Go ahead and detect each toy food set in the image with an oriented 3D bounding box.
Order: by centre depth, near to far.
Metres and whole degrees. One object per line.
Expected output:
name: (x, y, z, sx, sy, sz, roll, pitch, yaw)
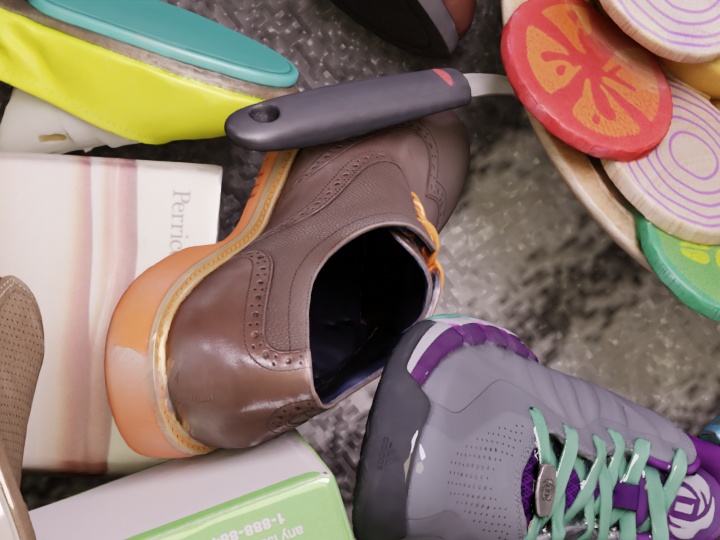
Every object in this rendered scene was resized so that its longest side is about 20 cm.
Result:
toy food set: (0.131, -0.070, 0.956, 0.197, 0.049, 0.201, 13, 64, -21)

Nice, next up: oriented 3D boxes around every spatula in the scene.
spatula: (0.042, -0.055, 0.953, 0.199, 0.057, 0.021, -7, 126, -34)

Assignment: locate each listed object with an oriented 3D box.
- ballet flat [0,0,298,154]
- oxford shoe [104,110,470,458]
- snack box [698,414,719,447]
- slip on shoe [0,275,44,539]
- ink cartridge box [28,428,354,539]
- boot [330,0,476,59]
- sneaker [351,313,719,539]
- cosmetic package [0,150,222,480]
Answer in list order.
ballet flat: (-0.119, -0.075, 0.977, 0.199, 0.067, 0.067, 24, 107, 0)
oxford shoe: (0.000, 0.000, 0.920, 0.073, 0.200, 0.072, -3, 116, 28)
snack box: (0.218, 0.098, 0.996, 0.116, 0.037, 0.200, -38, 90, -6)
slip on shoe: (-0.115, 0.023, 0.835, 0.060, 0.200, 0.076, -8, 127, -22)
ink cartridge box: (-0.051, 0.166, 0.869, 0.145, 0.084, 0.201, -20, 101, -8)
boot: (0.038, -0.194, 0.995, 0.200, 0.068, 0.189, -37, 96, -21)
sneaker: (0.064, 0.057, 0.902, 0.087, 0.200, 0.075, 12, 93, 19)
cosmetic package: (-0.145, 0.013, 0.952, 0.199, 0.087, 0.104, 2, 86, -4)
